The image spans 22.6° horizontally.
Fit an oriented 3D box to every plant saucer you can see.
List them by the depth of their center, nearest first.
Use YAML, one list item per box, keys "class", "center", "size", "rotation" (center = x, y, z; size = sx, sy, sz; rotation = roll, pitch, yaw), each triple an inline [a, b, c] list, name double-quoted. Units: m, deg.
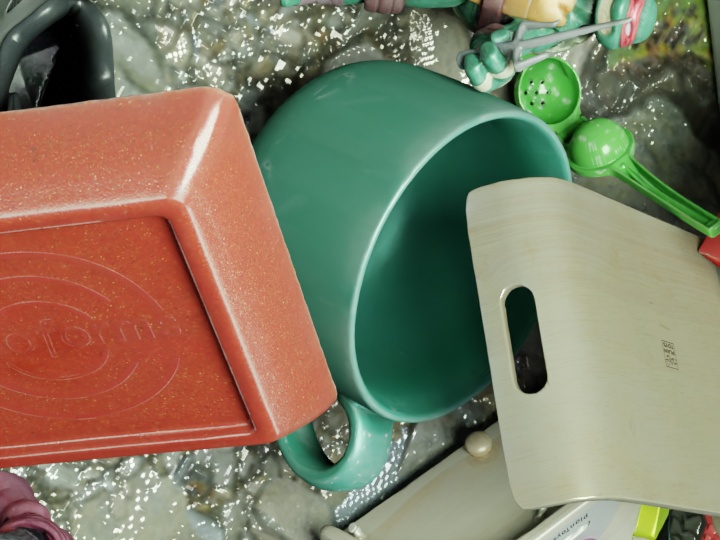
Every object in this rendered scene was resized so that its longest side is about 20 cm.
- class: "plant saucer"
  center: [-0.124, 0.019, 0.732]
  size: [0.197, 0.037, 0.201]
  rotation: [-6, 139, 9]

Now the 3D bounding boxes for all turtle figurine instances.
- class: "turtle figurine"
  center: [0.070, -0.143, 0.847]
  size: [0.198, 0.101, 0.151]
  rotation: [17, 70, 7]

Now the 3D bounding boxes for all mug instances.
- class: "mug"
  center: [0.000, -0.010, 0.847]
  size: [0.185, 0.114, 0.153]
  rotation: [-47, 140, -18]

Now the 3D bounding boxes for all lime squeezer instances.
- class: "lime squeezer"
  center: [0.115, -0.084, 0.915]
  size: [0.038, 0.071, 0.201]
  rotation: [-27, 70, -28]

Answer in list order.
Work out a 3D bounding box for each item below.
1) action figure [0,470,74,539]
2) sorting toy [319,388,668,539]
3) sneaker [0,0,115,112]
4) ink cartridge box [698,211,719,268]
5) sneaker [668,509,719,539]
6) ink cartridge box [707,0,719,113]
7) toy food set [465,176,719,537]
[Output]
- class: "action figure"
  center: [-0.134, 0.158, 0.790]
  size: [0.147, 0.135, 0.201]
  rotation: [-5, 150, 4]
- class: "sorting toy"
  center: [0.103, 0.166, 0.978]
  size: [0.199, 0.107, 0.181]
  rotation: [-33, 133, -16]
- class: "sneaker"
  center: [-0.154, -0.032, 0.765]
  size: [0.077, 0.140, 0.202]
  rotation: [11, 96, -28]
- class: "ink cartridge box"
  center: [0.250, -0.027, 0.900]
  size: [0.199, 0.067, 0.117]
  rotation: [31, 88, -38]
- class: "sneaker"
  center: [0.240, 0.123, 1.048]
  size: [0.199, 0.079, 0.096]
  rotation: [-37, 149, -27]
- class: "ink cartridge box"
  center: [0.281, -0.078, 1.006]
  size: [0.145, 0.083, 0.202]
  rotation: [-17, 109, -22]
- class: "toy food set"
  center: [0.120, 0.049, 0.845]
  size: [0.199, 0.060, 0.145]
  rotation: [16, 61, -51]
